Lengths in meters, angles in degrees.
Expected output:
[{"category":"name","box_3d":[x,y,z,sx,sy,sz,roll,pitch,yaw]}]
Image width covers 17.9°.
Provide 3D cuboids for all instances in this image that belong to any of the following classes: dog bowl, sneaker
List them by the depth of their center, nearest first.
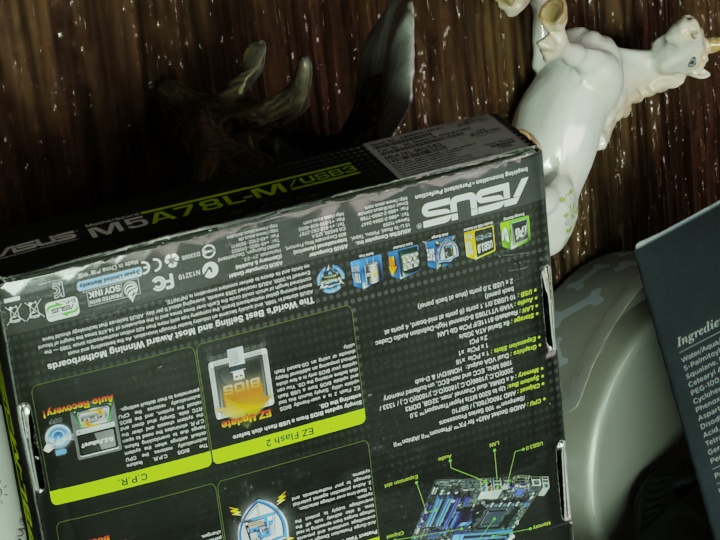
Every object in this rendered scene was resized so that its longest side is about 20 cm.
[{"category":"sneaker","box_3d":[0.161,0.180,1.038,0.115,0.076,0.200,62,24,-19]},{"category":"dog bowl","box_3d":[0.142,0.082,1.148,0.199,0.058,0.202,-15,111,-44]}]

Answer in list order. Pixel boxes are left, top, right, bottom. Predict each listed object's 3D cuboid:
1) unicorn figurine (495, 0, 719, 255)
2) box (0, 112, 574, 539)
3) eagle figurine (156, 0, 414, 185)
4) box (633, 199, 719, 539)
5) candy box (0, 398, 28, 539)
[{"category":"unicorn figurine","box_3d":[0.099,-0.075,1.059,0.201,0.074,0.137,-55,146,-3]},{"category":"box","box_3d":[-0.024,0.060,0.811,0.198,0.048,0.195,-15,117,-16]},{"category":"eagle figurine","box_3d":[-0.006,0.002,0.917,0.200,0.150,0.153,45,58,-31]},{"category":"box","box_3d":[0.224,0.075,1.041,0.148,0.107,0.201,33,36,-47]},{"category":"candy box","box_3d":[-0.176,0.105,0.798,0.199,0.061,0.138,2,98,-47]}]
